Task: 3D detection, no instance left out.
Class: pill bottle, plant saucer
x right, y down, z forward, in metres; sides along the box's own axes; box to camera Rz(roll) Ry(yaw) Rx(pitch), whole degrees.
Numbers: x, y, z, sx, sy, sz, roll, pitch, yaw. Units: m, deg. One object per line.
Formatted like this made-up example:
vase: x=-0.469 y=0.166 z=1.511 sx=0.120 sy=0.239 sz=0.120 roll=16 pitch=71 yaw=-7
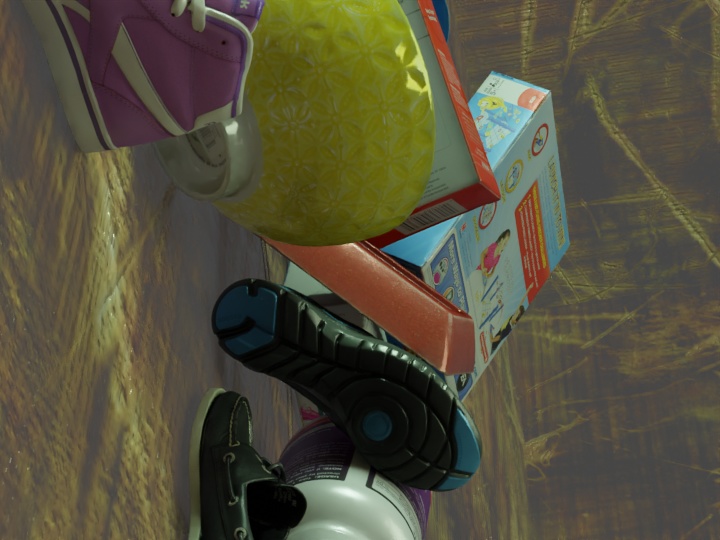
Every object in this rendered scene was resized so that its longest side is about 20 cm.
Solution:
pill bottle: x=-0.014 y=0.173 z=1.210 sx=0.200 sy=0.112 sz=0.113 roll=-66 pitch=146 yaw=-74
plant saucer: x=0.000 y=0.000 z=1.289 sx=0.037 sy=0.199 sz=0.200 roll=-54 pitch=171 yaw=4

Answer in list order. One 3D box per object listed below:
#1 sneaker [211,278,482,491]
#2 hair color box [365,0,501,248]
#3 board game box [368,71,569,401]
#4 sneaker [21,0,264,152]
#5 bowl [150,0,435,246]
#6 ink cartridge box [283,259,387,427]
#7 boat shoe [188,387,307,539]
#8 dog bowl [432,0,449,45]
sneaker: x=-0.003 y=0.067 z=1.208 sx=0.200 sy=0.073 sz=0.082 roll=38 pitch=7 yaw=1
hair color box: x=0.018 y=-0.128 z=1.312 sx=0.061 sy=0.101 sz=0.201 roll=26 pitch=44 yaw=-69
board game box: x=0.090 y=-0.021 z=1.484 sx=0.196 sy=0.056 sz=0.200 roll=-53 pitch=150 yaw=-27
sneaker: x=-0.108 y=-0.151 z=0.897 sx=0.073 sy=0.114 sz=0.201 roll=-88 pitch=165 yaw=-45
bowl: x=-0.062 y=-0.096 z=1.092 sx=0.107 sy=0.200 sz=0.201 roll=-25 pitch=113 yaw=-36
ink cartridge box: x=-0.010 y=0.091 z=1.469 sx=0.116 sy=0.067 sz=0.201 roll=-81 pitch=161 yaw=-64
boat shoe: x=-0.064 y=0.143 z=1.058 sx=0.200 sy=0.066 sz=0.075 roll=-87 pitch=166 yaw=-53
dog bowl: x=-0.005 y=-0.153 z=1.482 sx=0.200 sy=0.049 sz=0.112 roll=-51 pitch=148 yaw=-25
